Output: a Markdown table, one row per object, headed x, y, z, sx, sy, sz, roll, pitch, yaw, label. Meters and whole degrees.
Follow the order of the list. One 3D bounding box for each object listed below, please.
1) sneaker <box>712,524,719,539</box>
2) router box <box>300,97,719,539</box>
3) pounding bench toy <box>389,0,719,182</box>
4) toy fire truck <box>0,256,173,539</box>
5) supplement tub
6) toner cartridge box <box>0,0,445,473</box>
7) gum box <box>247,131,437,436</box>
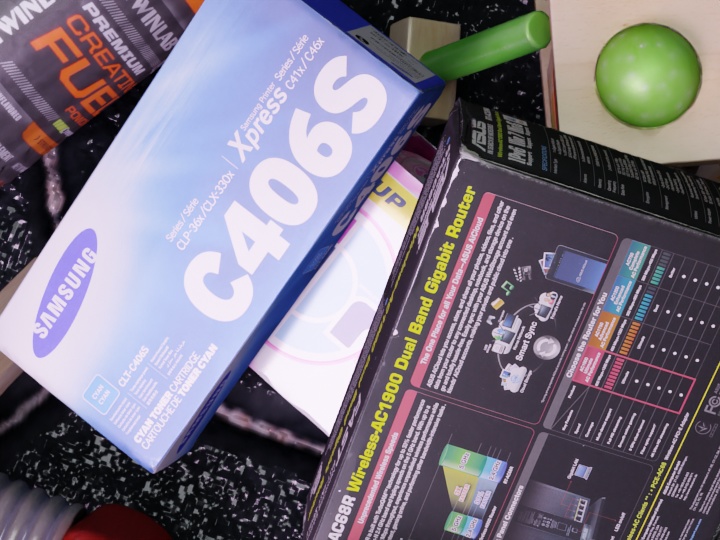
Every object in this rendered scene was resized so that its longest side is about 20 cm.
| x | y | z | sx | sy | sz | roll | pitch | yaw | label |
| --- | --- | --- | --- | --- | --- | --- | --- | --- | --- |
| 0.186 | 0.082 | 0.821 | 0.085 | 0.078 | 0.200 | 33 | 88 | 8 | sneaker |
| 0.075 | 0.050 | 0.748 | 0.149 | 0.062 | 0.200 | 18 | 115 | -7 | router box |
| 0.104 | -0.096 | 0.804 | 0.199 | 0.156 | 0.125 | -4 | 85 | 4 | pounding bench toy |
| -0.148 | 0.106 | 0.835 | 0.176 | 0.129 | 0.201 | 20 | 96 | 6 | toy fire truck |
| -0.126 | -0.129 | 0.850 | 0.200 | 0.107 | 0.107 | -38 | 83 | 0 | supplement tub |
| -0.061 | -0.023 | 0.786 | 0.095 | 0.043 | 0.200 | 38 | 107 | 9 | toner cartridge box |
| 0.000 | 0.000 | 0.832 | 0.200 | 0.066 | 0.114 | 41 | 109 | 6 | gum box |
